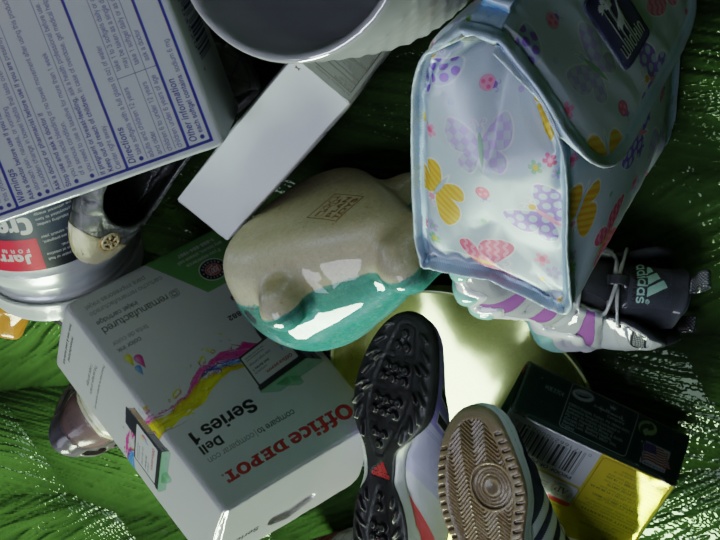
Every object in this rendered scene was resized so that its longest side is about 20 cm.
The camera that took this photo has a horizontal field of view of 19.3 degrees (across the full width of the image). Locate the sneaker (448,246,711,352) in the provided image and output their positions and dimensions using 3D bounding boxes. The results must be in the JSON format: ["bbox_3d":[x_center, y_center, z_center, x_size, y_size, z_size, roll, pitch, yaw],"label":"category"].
[{"bbox_3d":[0.150,0.004,1.327,0.139,0.078,0.200,2,168,32],"label":"sneaker"}]

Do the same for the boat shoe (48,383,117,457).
[{"bbox_3d":[-0.203,0.105,1.682,0.065,0.200,0.072,-31,94,8],"label":"boat shoe"}]

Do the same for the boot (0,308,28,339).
[{"bbox_3d":[-0.346,-0.026,1.734,0.200,0.071,0.144,31,133,-5],"label":"boot"}]

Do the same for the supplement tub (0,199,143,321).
[{"bbox_3d":[-0.238,-0.077,1.543,0.139,0.141,0.201,15,137,27],"label":"supplement tub"}]

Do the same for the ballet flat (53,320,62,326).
[{"bbox_3d":[-0.182,0.033,1.644,0.199,0.068,0.068,25,-176,8],"label":"ballet flat"}]

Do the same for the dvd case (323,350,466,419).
[{"bbox_3d":[-0.015,0.068,1.618,0.199,0.016,0.149,28,141,14],"label":"dvd case"}]

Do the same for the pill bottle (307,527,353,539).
[{"bbox_3d":[0.021,0.258,1.709,0.112,0.112,0.199,49,142,-15],"label":"pill bottle"}]

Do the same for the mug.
[{"bbox_3d":[0.000,-0.219,1.175,0.147,0.175,0.202,3,99,28],"label":"mug"}]

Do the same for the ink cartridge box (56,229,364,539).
[{"bbox_3d":[-0.104,0.089,1.539,0.200,0.144,0.084,50,149,20],"label":"ink cartridge box"}]

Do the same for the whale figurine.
[{"bbox_3d":[0.000,0.000,1.400,0.199,0.159,0.104,1,125,51],"label":"whale figurine"}]

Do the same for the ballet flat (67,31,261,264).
[{"bbox_3d":[-0.141,-0.077,1.465,0.200,0.066,0.057,-52,56,24],"label":"ballet flat"}]

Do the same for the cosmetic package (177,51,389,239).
[{"bbox_3d":[-0.048,-0.101,1.410,0.051,0.083,0.200,41,144,-4],"label":"cosmetic package"}]

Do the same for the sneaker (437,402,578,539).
[{"bbox_3d":[0.120,0.178,1.461,0.070,0.108,0.202,-10,98,37],"label":"sneaker"}]

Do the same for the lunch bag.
[{"bbox_3d":[0.111,-0.106,1.201,0.126,0.170,0.201,17,138,22],"label":"lunch bag"}]

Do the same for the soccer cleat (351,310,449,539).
[{"bbox_3d":[0.038,0.121,1.495,0.068,0.073,0.202,16,110,38],"label":"soccer cleat"}]

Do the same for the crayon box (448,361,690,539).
[{"bbox_3d":[0.138,0.162,1.515,0.126,0.051,0.201,25,139,0],"label":"crayon box"}]

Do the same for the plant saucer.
[{"bbox_3d":[0.077,0.077,1.519,0.198,0.031,0.201,14,137,13],"label":"plant saucer"}]

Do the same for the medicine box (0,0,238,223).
[{"bbox_3d":[-0.204,-0.143,1.366,0.199,0.103,0.183,-18,104,8],"label":"medicine box"}]
